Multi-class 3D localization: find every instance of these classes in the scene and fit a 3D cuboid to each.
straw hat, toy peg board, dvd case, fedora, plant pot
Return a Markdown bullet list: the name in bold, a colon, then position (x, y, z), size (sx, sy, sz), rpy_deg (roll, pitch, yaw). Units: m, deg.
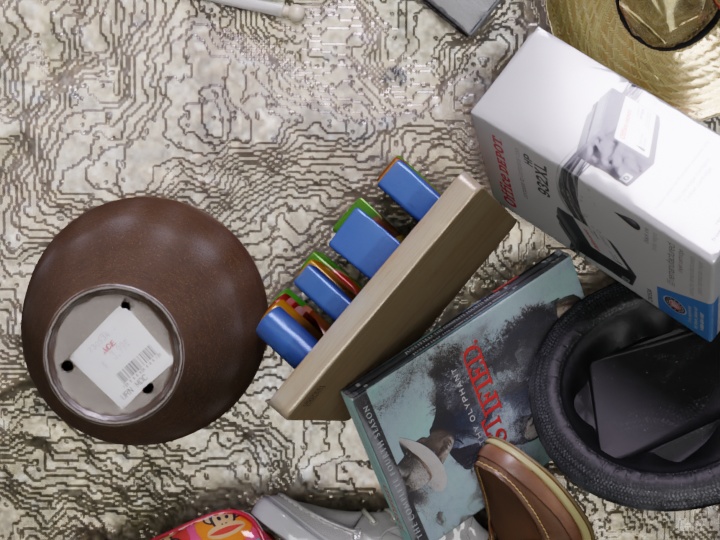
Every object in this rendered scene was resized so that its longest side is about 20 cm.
- **straw hat**: position (0.225, -0.207, 1.230), size (0.200, 0.085, 0.202), rpy_deg (0, 96, -2)
- **toy peg board**: position (0.000, 0.000, 1.198), size (0.098, 0.199, 0.200), rpy_deg (41, 94, 13)
- **dvd case**: position (0.093, 0.095, 1.230), size (0.199, 0.022, 0.146), rpy_deg (-31, 118, -18)
- **fedora**: position (0.223, 0.098, 1.223), size (0.199, 0.092, 0.202), rpy_deg (-3, 62, 7)
- **plant pot**: position (-0.160, 0.046, 1.188), size (0.186, 0.200, 0.188), rpy_deg (0, 95, -2)

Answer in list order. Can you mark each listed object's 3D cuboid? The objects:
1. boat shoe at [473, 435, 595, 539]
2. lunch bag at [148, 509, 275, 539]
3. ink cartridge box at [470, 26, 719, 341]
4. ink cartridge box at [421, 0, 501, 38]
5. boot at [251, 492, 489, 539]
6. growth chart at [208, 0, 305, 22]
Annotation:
- **boat shoe**: position (0.128, 0.202, 1.229), size (0.068, 0.072, 0.200), rpy_deg (-44, 129, -18)
- **lunch bag**: position (-0.135, 0.286, 1.236), size (0.199, 0.082, 0.177), rpy_deg (-20, 65, 3)
- **ink cartridge box**: position (0.184, -0.058, 1.171), size (0.200, 0.145, 0.084), rpy_deg (35, 78, 22)
- **ink cartridge box**: position (0.066, -0.309, 1.239), size (0.197, 0.047, 0.200), rpy_deg (38, 96, -3)
- **boot**: position (0.023, 0.198, 1.278), size (0.199, 0.074, 0.096), rpy_deg (32, 84, -9)
- **growth chart**: position (-0.069, -0.277, 1.216), size (0.144, 0.018, 0.201), rpy_deg (18, 112, 4)
